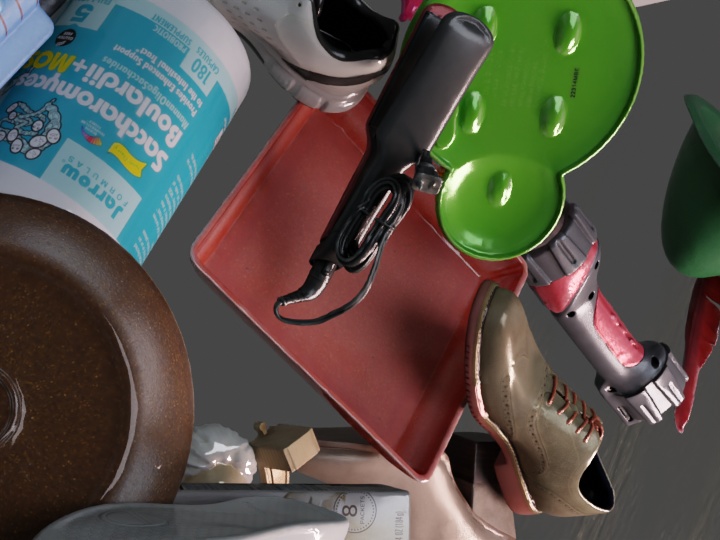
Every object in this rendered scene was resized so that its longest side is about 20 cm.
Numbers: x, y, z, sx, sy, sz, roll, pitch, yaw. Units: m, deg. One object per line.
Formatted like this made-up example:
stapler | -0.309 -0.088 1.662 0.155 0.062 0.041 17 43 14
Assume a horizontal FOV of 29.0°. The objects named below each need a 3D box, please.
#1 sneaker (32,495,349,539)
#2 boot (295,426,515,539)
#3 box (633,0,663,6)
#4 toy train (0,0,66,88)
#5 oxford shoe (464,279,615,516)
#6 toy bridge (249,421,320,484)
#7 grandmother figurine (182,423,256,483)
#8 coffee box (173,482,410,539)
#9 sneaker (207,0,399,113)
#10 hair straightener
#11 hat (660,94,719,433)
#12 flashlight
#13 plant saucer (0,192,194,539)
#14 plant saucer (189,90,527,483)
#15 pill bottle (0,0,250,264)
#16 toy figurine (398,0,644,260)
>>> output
sneaker | -0.074 0.156 0.615 0.200 0.070 0.100 13 88 -59
boot | 0.024 0.178 0.903 0.199 0.070 0.147 7 95 -31
box | 0.185 -0.305 0.977 0.171 0.198 0.202 12 80 -42
toy train | -0.209 -0.107 0.663 0.087 0.114 0.200 53 57 -28
oxford shoe | 0.116 0.082 0.872 0.071 0.074 0.201 -64 145 -35
toy bridge | -0.028 0.180 0.849 0.027 0.067 0.201 -33 112 -38
grandmother figurine | -0.089 0.189 0.801 0.121 0.060 0.202 6 86 -49
coffee box | -0.078 0.170 0.735 0.198 0.080 0.115 1 85 -11
sneaker | -0.061 -0.171 0.810 0.199 0.080 0.074 30 68 -20
hair straightener | 0.012 -0.053 0.766 0.041 0.077 0.201 32 94 -22
hat | 0.262 -0.019 1.160 0.165 0.176 0.201 34 29 -34
flashlight | 0.184 0.032 1.053 0.200 0.067 0.068 47 56 -29
plant saucer | -0.171 0.061 0.617 0.199 0.037 0.202 2 83 -13
plant saucer | 0.000 0.000 0.863 0.200 0.037 0.200 45 48 -16
pill bottle | -0.146 -0.054 0.721 0.111 0.110 0.201 44 60 -32
toy figurine | 0.080 -0.136 0.907 0.149 0.184 0.201 0 117 -10
